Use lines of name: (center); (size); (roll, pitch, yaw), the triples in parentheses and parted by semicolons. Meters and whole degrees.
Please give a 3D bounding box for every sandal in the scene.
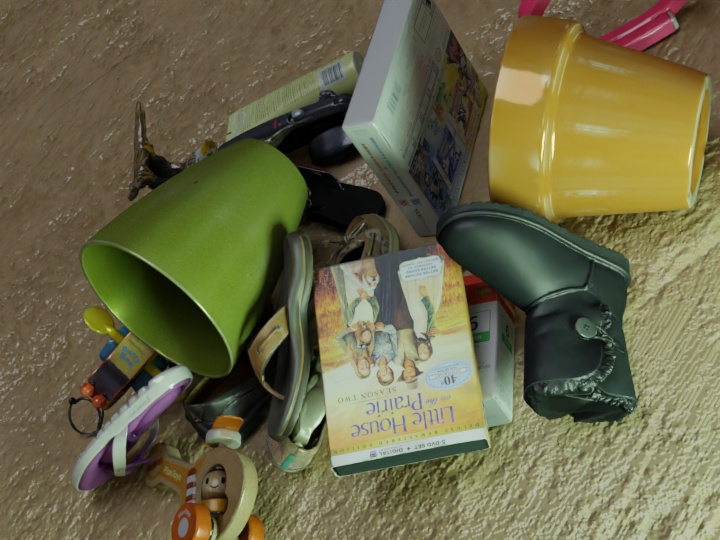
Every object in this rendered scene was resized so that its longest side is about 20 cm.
sandal: (-0.231, 0.174, 1.372); (0.050, 0.082, 0.203); (49, 124, 14)
sandal: (-0.058, -0.090, 1.523); (0.198, 0.045, 0.075); (12, 56, 37)
sandal: (-0.079, 0.060, 1.278); (0.082, 0.054, 0.203); (156, 119, -73)

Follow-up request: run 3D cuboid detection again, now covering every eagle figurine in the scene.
eagle figurine: (-0.154, -0.104, 1.491); (0.151, 0.197, 0.154); (-153, 69, -78)

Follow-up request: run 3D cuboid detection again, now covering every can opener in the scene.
can opener: (-0.085, -0.159, 1.587); (0.198, 0.064, 0.079); (-12, 50, 24)

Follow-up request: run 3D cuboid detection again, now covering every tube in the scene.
tube: (-0.080, -0.203, 1.636); (0.198, 0.058, 0.052); (-23, 88, 20)

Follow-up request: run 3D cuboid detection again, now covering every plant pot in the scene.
plant pot: (0.234, -0.134, 1.287); (0.181, 0.201, 0.202); (8, 59, 18)
plant pot: (-0.146, -0.032, 1.350); (0.186, 0.188, 0.201); (13, 55, 39)

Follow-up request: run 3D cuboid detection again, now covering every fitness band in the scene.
fitness band: (0.260, -0.283, 1.408); (0.198, 0.144, 0.038); (-29, 46, 10)

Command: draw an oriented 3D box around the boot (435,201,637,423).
boot: (0.156, 0.040, 1.202); (0.077, 0.198, 0.170); (125, 159, -49)

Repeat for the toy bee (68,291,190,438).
toy bee: (-0.245, 0.108, 1.421); (0.129, 0.109, 0.202); (21, 100, 5)

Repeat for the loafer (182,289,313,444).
loafer: (-0.103, 0.091, 1.390); (0.072, 0.072, 0.201); (21, 67, 42)

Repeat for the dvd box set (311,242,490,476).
dvd box set: (0.033, 0.078, 1.238); (0.144, 0.029, 0.202); (-11, 61, 9)

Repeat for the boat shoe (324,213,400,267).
boat shoe: (0.000, 0.000, 1.374); (0.074, 0.062, 0.201); (-59, 21, 27)

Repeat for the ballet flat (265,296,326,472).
ballet flat: (-0.039, 0.102, 1.338); (0.067, 0.067, 0.202); (130, 157, -63)

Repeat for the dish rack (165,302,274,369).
dish rack: (-0.178, 0.015, 1.513); (0.152, 0.055, 0.201); (-29, 45, 10)

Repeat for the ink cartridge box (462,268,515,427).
ink cartridge box: (0.092, 0.058, 1.307); (0.108, 0.050, 0.202); (-13, 50, 24)

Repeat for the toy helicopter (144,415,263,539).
toy helicopter: (-0.160, 0.199, 1.328); (0.199, 0.078, 0.134); (10, 84, 55)

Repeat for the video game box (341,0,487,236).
video game box: (0.062, -0.170, 1.417); (0.046, 0.182, 0.202); (-5, 52, 33)
